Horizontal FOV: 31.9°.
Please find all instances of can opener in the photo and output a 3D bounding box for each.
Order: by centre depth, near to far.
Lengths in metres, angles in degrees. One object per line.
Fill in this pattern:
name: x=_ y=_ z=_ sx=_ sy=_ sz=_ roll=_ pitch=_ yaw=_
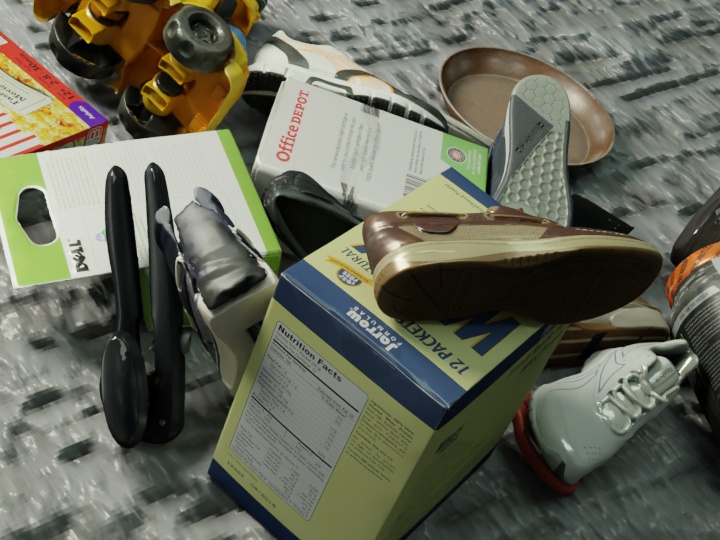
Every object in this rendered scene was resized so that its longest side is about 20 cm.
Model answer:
can opener: x=-0.149 y=0.023 z=0.880 sx=0.063 sy=0.079 sz=0.201 roll=2 pitch=81 yaw=-12

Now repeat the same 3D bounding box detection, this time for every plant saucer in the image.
plant saucer: x=0.172 y=-0.165 z=1.333 sx=0.199 sy=0.035 sz=0.201 roll=13 pitch=40 yaw=-11

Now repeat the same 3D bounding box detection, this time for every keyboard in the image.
keyboard: x=0.198 y=-0.008 z=1.181 sx=0.127 sy=0.021 sz=0.200 roll=35 pitch=42 yaw=24

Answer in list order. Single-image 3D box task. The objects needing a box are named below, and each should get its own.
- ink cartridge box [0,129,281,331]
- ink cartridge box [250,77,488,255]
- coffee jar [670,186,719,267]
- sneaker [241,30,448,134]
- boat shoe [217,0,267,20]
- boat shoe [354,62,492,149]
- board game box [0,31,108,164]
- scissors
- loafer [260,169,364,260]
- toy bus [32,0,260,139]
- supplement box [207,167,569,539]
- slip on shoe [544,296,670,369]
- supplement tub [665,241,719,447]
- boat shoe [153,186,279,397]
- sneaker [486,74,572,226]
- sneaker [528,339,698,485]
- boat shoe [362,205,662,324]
ink cartridge box: x=-0.180 y=-0.028 z=0.981 sx=0.199 sy=0.076 sz=0.148 roll=-9 pitch=49 yaw=-20
ink cartridge box: x=0.004 y=-0.071 z=1.107 sx=0.199 sy=0.084 sz=0.146 roll=19 pitch=39 yaw=-6
coffee jar: x=0.398 y=0.007 z=1.194 sx=0.200 sy=0.085 sz=0.104 roll=38 pitch=80 yaw=18
sneaker: x=-0.009 y=-0.170 z=1.178 sx=0.199 sy=0.074 sz=0.080 roll=20 pitch=50 yaw=-6
boat shoe: x=-0.177 y=-0.254 z=1.250 sx=0.199 sy=0.073 sz=0.062 roll=-9 pitch=71 yaw=-33
boat shoe: x=0.041 y=-0.144 z=1.241 sx=0.199 sy=0.057 sz=0.067 roll=29 pitch=4 yaw=2
board game box: x=-0.331 y=-0.117 z=1.026 sx=0.151 sy=0.046 sz=0.200 roll=38 pitch=42 yaw=17
scissors: x=0.109 y=0.086 z=0.978 sx=0.200 sy=0.014 sz=0.073 roll=51 pitch=37 yaw=-7
loafer: x=0.000 y=0.000 z=1.004 sx=0.200 sy=0.068 sz=0.070 roll=41 pitch=10 yaw=-10
toy bus: x=-0.162 y=-0.229 z=1.140 sx=0.200 sy=0.136 sz=0.192 roll=46 pitch=42 yaw=1
supplement box: x=0.027 y=0.072 z=0.866 sx=0.134 sy=0.200 sz=0.200 roll=38 pitch=42 yaw=17
slip on shoe: x=0.175 y=0.039 z=1.072 sx=0.199 sy=0.076 sz=0.061 roll=1 pitch=49 yaw=-29
supplement tub: x=0.339 y=0.077 z=1.069 sx=0.122 sy=0.123 sz=0.201 roll=5 pitch=45 yaw=-21
boat shoe: x=-0.088 y=0.017 z=0.879 sx=0.074 sy=0.200 sz=0.093 roll=-29 pitch=67 yaw=-11
sneaker: x=0.143 y=-0.054 z=1.142 sx=0.077 sy=0.146 sz=0.203 roll=13 pitch=70 yaw=-1
sneaker: x=0.198 y=0.098 z=0.985 sx=0.075 sy=0.087 sz=0.200 roll=58 pitch=39 yaw=-2
boat shoe: x=0.094 y=-0.013 z=0.784 sx=0.199 sy=0.072 sz=0.072 roll=-3 pitch=49 yaw=-21
